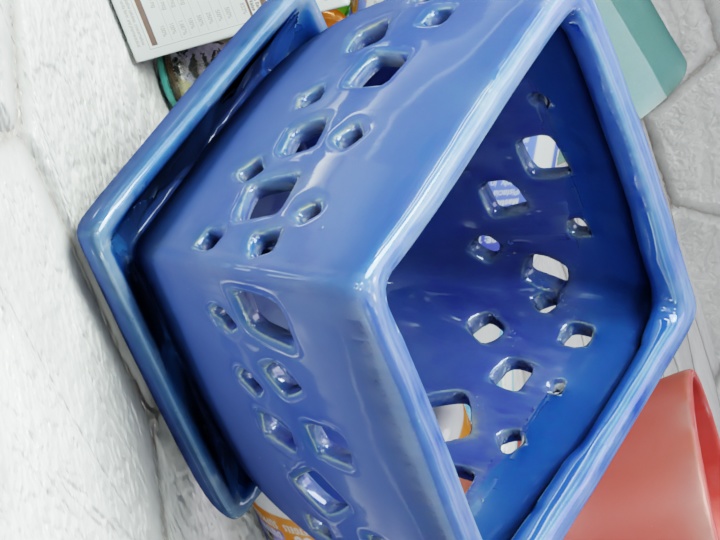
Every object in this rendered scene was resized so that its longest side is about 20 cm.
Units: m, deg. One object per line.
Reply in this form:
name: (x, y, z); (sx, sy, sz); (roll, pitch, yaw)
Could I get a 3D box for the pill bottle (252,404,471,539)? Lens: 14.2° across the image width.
pill bottle: (0.022, 0.147, 1.404); (0.112, 0.112, 0.201); (-88, 160, -55)

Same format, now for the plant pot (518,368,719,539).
plant pot: (0.149, 0.178, 1.830); (0.200, 0.176, 0.202); (-15, 90, -79)

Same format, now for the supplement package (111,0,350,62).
supplement package: (-0.074, -0.226, 1.390); (0.200, 0.110, 0.156); (-87, 160, -57)

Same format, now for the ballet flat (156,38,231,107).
ballet flat: (-0.047, -0.100, 1.480); (0.200, 0.072, 0.073); (22, 55, -76)

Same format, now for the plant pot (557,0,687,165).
plant pot: (0.109, -0.176, 2.048); (0.162, 0.200, 0.201); (63, 14, -16)

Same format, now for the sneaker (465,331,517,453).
sneaker: (0.043, 0.016, 1.661); (0.131, 0.079, 0.201); (58, 20, -57)

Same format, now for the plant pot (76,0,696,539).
plant pot: (0.006, 0.001, 1.225); (0.200, 0.179, 0.201); (-54, 137, -34)

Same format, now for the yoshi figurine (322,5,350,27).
yoshi figurine: (-0.026, -0.175, 1.681); (0.112, 0.111, 0.201); (-48, -157, 48)

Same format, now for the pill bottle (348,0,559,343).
pill bottle: (0.040, -0.060, 1.392); (0.112, 0.111, 0.201); (-77, 177, -67)
